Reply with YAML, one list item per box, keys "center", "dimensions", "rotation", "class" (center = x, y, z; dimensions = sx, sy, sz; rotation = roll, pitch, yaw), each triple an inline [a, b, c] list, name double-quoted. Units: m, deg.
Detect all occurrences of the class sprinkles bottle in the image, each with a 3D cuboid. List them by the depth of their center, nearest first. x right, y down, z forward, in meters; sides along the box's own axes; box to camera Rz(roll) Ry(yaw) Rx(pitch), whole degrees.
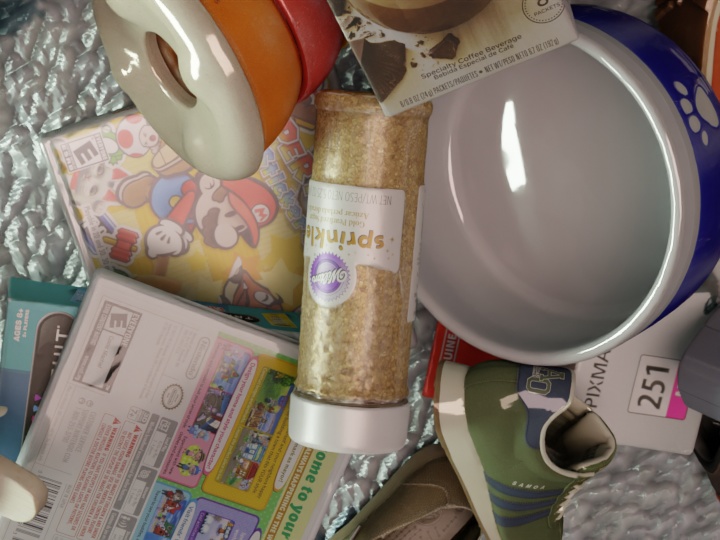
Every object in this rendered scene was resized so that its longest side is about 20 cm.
- center: [0.000, 0.000, 1.027]
  dimensions: [0.068, 0.068, 0.200]
  rotation: [4, 95, -10]
  class: "sprinkles bottle"

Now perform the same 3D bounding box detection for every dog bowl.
- center: [0.110, -0.050, 1.048]
  dimensions: [0.200, 0.079, 0.200]
  rotation: [11, 110, 34]
  class: "dog bowl"

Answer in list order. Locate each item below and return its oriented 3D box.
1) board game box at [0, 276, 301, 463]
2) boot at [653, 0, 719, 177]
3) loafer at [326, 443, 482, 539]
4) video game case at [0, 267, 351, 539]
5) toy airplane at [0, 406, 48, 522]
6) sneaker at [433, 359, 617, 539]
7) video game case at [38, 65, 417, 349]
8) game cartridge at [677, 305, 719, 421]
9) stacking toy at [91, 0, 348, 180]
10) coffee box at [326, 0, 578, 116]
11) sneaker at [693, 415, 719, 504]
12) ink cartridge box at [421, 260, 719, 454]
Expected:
- center: [-0.121, 0.093, 1.105]
  dimensions: [0.200, 0.047, 0.151]
  rotation: [7, 105, -11]
  class: "board game box"
- center: [0.233, -0.139, 1.093]
  dimensions: [0.107, 0.075, 0.200]
  rotation: [13, 88, -17]
  class: "boot"
- center: [0.009, 0.198, 1.165]
  dimensions: [0.076, 0.067, 0.200]
  rotation: [33, 98, -16]
  class: "loafer"
- center: [-0.107, 0.120, 1.079]
  dimensions: [0.182, 0.022, 0.200]
  rotation: [21, 100, -14]
  class: "video game case"
- center: [-0.289, 0.075, 1.036]
  dimensions: [0.200, 0.141, 0.199]
  rotation: [-23, 94, 29]
  class: "toy airplane"
- center: [0.113, 0.120, 1.111]
  dimensions: [0.090, 0.067, 0.200]
  rotation: [-6, 140, 19]
  class: "sneaker"
- center: [-0.077, -0.017, 1.116]
  dimensions: [0.182, 0.023, 0.200]
  rotation: [-18, 107, -3]
  class: "video game case"
- center: [0.293, 0.030, 1.108]
  dimensions: [0.200, 0.133, 0.040]
  rotation: [-36, 122, -24]
  class: "game cartridge"
- center: [-0.038, -0.156, 1.036]
  dimensions: [0.200, 0.146, 0.146]
  rotation: [-34, 109, -21]
  class: "stacking toy"
- center: [0.021, -0.193, 0.930]
  dimensions: [0.113, 0.080, 0.200]
  rotation: [-22, 125, 12]
  class: "coffee box"
- center: [0.261, 0.109, 1.121]
  dimensions: [0.082, 0.200, 0.077]
  rotation: [49, 64, -7]
  class: "sneaker"
- center: [0.145, 0.007, 1.146]
  dimensions: [0.174, 0.044, 0.200]
  rotation: [8, 104, -12]
  class: "ink cartridge box"
